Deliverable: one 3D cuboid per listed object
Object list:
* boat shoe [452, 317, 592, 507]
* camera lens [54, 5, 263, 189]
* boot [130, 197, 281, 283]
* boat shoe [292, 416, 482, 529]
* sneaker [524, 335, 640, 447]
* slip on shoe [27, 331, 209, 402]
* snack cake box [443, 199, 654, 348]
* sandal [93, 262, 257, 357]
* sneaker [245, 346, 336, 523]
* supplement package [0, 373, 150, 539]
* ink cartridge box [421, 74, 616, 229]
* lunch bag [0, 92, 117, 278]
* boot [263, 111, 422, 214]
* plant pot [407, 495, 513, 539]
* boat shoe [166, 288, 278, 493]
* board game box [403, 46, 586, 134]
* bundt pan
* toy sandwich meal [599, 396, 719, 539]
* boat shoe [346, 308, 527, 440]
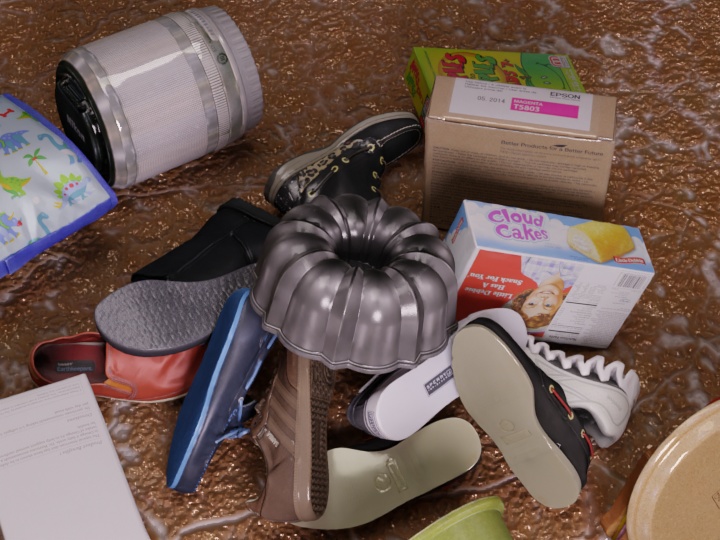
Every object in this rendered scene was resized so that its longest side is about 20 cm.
[{"bbox_3d":[0.149,0.123,1.431,0.073,0.202,0.063,-17,25,37],"label":"boat shoe"},{"bbox_3d":[-0.227,-0.193,1.725,0.198,0.161,0.160,-25,52,-22],"label":"camera lens"},{"bbox_3d":[-0.118,0.016,1.593,0.199,0.077,0.168,25,49,27],"label":"boot"},{"bbox_3d":[0.018,0.192,1.450,0.199,0.063,0.075,-20,80,-1],"label":"boat shoe"},{"bbox_3d":[0.170,0.115,1.517,0.197,0.076,0.082,13,57,12],"label":"sneaker"},{"bbox_3d":[-0.231,0.090,1.520,0.197,0.061,0.075,-1,79,2],"label":"slip on shoe"},{"bbox_3d":[0.176,0.007,1.545,0.197,0.116,0.068,8,44,-20],"label":"snack cake box"},{"bbox_3d":[-0.160,0.045,1.509,0.198,0.043,0.077,-10,64,-23],"label":"sandal"},{"bbox_3d":[-0.069,0.128,1.419,0.075,0.070,0.203,-5,68,19],"label":"sneaker"},{"bbox_3d":[-0.264,0.215,1.382,0.116,0.118,0.201,-16,49,-16],"label":"supplement package"},{"bbox_3d":[0.167,-0.115,1.659,0.197,0.166,0.076,9,48,6],"label":"ink cartridge box"},{"bbox_3d":[-0.377,-0.075,1.640,0.169,0.129,0.199,-35,47,-29],"label":"lunch bag"},{"bbox_3d":[0.015,-0.081,1.693,0.202,0.074,0.154,-27,58,-24],"label":"boot"},{"bbox_3d":[0.094,0.322,1.265,0.199,0.201,0.191,-29,67,-25],"label":"plant pot"},{"bbox_3d":[-0.120,0.120,1.458,0.068,0.202,0.084,23,3,-22],"label":"boat shoe"},{"bbox_3d":[0.159,-0.204,1.790,0.197,0.048,0.102,0,46,-19],"label":"board game box"},{"bbox_3d":[0.000,0.000,1.419,0.199,0.076,0.203,8,38,-6],"label":"bundt pan"},{"bbox_3d":[0.300,0.182,1.374,0.203,0.207,0.070,-20,38,-18],"label":"toy sandwich meal"},{"bbox_3d":[0.071,0.095,1.462,0.199,0.072,0.067,-34,20,-29],"label":"boat shoe"}]
